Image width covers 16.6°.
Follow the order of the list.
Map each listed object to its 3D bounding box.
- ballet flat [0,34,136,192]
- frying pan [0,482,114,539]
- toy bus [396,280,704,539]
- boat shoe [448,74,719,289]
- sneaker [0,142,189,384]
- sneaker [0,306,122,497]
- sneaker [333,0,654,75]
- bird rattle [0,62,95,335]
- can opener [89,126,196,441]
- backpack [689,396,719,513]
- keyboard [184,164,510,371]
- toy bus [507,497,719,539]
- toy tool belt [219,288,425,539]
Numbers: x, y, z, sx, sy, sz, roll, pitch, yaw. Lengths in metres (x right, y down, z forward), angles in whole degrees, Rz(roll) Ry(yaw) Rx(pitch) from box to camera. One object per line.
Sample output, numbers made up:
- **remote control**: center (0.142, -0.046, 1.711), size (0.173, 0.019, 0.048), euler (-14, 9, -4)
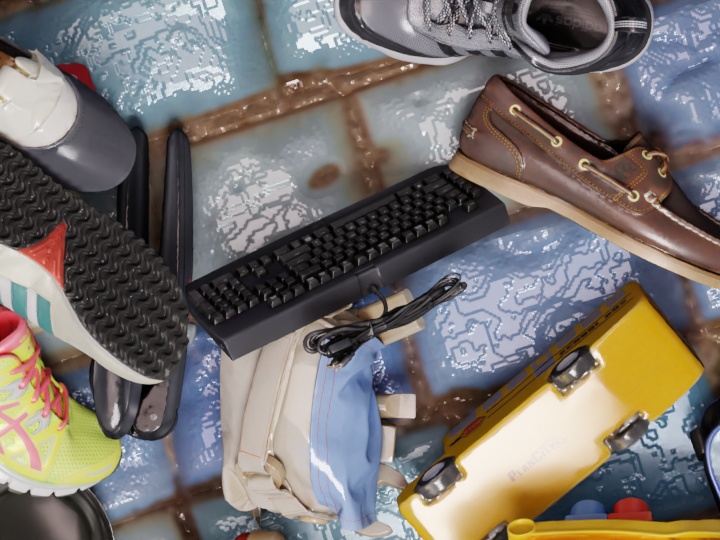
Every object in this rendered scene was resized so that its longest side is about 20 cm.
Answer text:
- **ballet flat**: center (-0.223, -0.112, 1.454), size (0.200, 0.073, 0.073), euler (33, 97, 9)
- **frying pan**: center (-0.221, 0.213, 1.584), size (0.114, 0.031, 0.191), euler (15, 99, 3)
- **toy bus**: center (0.115, 0.097, 1.521), size (0.200, 0.078, 0.065), euler (-40, 101, 7)
- **boat shoe**: center (0.155, -0.054, 1.512), size (0.199, 0.070, 0.071), euler (25, 100, 2)
- **sneaker**: center (-0.191, -0.004, 1.476), size (0.200, 0.093, 0.070), euler (40, 65, -21)
- **sneaker**: center (-0.219, 0.069, 1.513), size (0.200, 0.078, 0.090), euler (31, 119, -30)
- **sneaker**: center (0.080, -0.159, 1.488), size (0.199, 0.114, 0.076), euler (5, 95, 4)
- **bird rattle**: center (-0.235, -0.036, 1.552), size (0.199, 0.113, 0.164), euler (-25, 104, -7)
- **can opener**: center (-0.130, 0.009, 1.547), size (0.063, 0.079, 0.201), euler (9, 83, -8)
- **backpack**: center (0.321, 0.137, 1.478), size (0.199, 0.147, 0.184), euler (-21, 95, 3)
- **keyboard**: center (0.000, 0.000, 1.479), size (0.199, 0.127, 0.021), euler (-27, 132, -18)
- **toy bus**: center (0.174, 0.206, 1.446), size (0.199, 0.192, 0.136), euler (-1, 129, 13)
- **toy tool belt**: center (-0.020, 0.110, 1.516), size (0.122, 0.125, 0.201), euler (1, 96, 13)
